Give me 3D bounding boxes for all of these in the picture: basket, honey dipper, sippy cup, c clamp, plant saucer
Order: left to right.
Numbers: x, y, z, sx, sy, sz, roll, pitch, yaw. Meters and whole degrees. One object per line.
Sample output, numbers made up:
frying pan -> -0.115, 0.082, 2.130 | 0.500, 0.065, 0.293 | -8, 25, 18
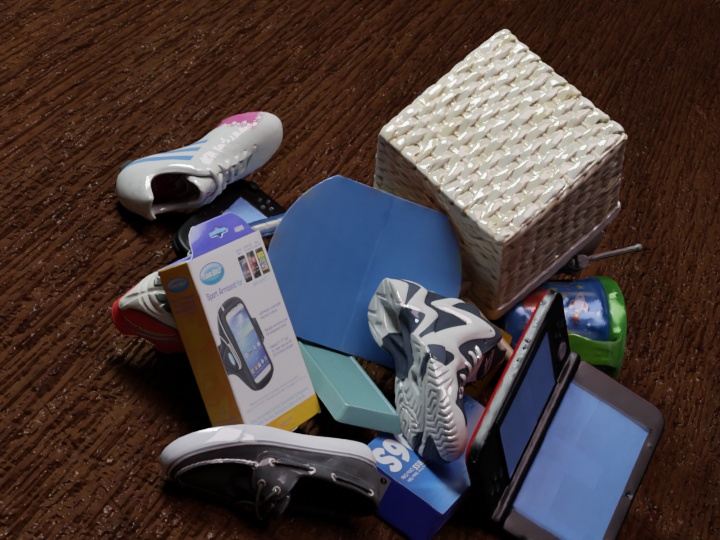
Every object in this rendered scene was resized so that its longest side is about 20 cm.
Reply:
plant saucer -> -0.023, 0.096, 1.586 | 0.069, 0.019, 0.200 | 14, 16, -27
honey dipper -> 0.133, 0.066, 1.657 | 0.200, 0.038, 0.038 | 49, 32, 12
basket -> 0.138, -0.098, 1.712 | 0.200, 0.161, 0.198 | -40, 68, -16
c clamp -> 0.188, 0.004, 1.836 | 0.169, 0.027, 0.200 | -8, -4, -20
sippy cup -> 0.197, 0.067, 1.784 | 0.129, 0.178, 0.141 | 8, 61, -14

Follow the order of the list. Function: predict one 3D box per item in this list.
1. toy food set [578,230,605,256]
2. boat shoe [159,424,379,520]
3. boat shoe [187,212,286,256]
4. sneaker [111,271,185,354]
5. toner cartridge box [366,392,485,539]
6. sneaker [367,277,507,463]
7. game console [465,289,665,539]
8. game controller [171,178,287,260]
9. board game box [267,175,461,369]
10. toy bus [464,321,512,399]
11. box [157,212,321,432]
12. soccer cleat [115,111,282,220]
toy food set -> 0.165, -0.058, 1.970 | 0.199, 0.061, 0.143 | 20, 17, 38
boat shoe -> -0.070, 0.179, 1.409 | 0.199, 0.070, 0.067 | 11, 44, -32
boat shoe -> -0.074, -0.018, 1.654 | 0.199, 0.073, 0.072 | -18, 7, -28
sneaker -> -0.151, 0.046, 1.545 | 0.200, 0.084, 0.078 | 25, 48, -51
toner cartridge box -> 0.067, 0.174, 1.562 | 0.095, 0.043, 0.200 | 36, 28, 11
sneaker -> 0.093, 0.095, 1.572 | 0.129, 0.080, 0.200 | 6, 38, -29
game console -> 0.194, 0.151, 1.552 | 0.118, 0.173, 0.201 | 15, 57, 23
game controller -> -0.122, -0.033, 1.737 | 0.104, 0.042, 0.200 | 30, 28, 3
board game box -> 0.000, 0.000, 1.634 | 0.199, 0.159, 0.039 | 19, 1, -18
toy bus -> 0.049, 0.053, 1.707 | 0.199, 0.079, 0.065 | 32, 27, 0
box -> -0.108, 0.053, 1.484 | 0.119, 0.041, 0.201 | -26, 97, -58
soccer cleat -> -0.154, -0.101, 1.737 | 0.199, 0.070, 0.086 | -25, 37, -23
